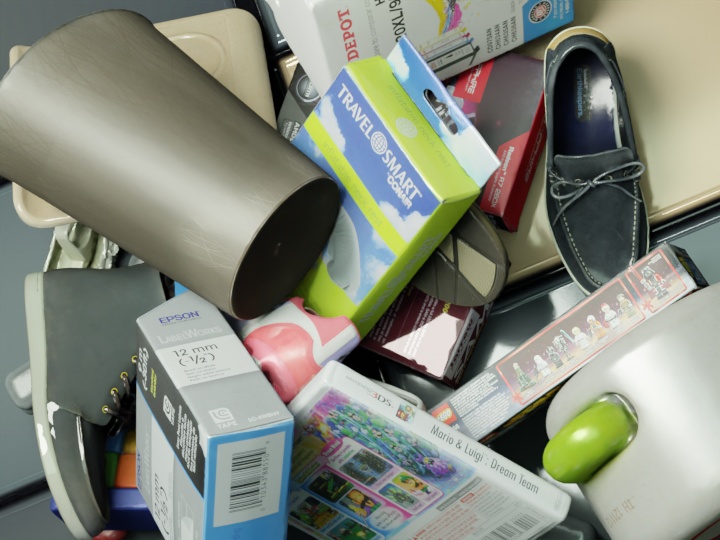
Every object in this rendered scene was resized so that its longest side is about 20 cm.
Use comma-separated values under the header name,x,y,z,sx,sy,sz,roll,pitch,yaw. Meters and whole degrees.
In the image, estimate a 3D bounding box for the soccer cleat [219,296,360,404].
name,x,y,z,sx,sy,sz,roll,pitch,yaw
soccer cleat,-0.067,0.045,1.179,0.076,0.200,0.067,-29,109,-16

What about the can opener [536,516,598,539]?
name,x,y,z,sx,sy,sz,roll,pitch,yaw
can opener,0.076,0.160,1.195,0.198,0.053,0.067,19,83,18

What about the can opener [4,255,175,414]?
name,x,y,z,sx,sy,sz,roll,pitch,yaw
can opener,-0.186,0.036,1.280,0.199,0.053,0.067,-37,79,-8

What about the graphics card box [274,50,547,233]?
name,x,y,z,sx,sy,sz,roll,pitch,yaw
graphics card box,0.041,-0.117,1.269,0.198,0.051,0.127,17,83,19

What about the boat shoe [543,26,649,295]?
name,x,y,z,sx,sy,sz,roll,pitch,yaw
boat shoe,0.166,-0.074,1.201,0.074,0.062,0.202,-6,97,8

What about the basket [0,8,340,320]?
name,x,y,z,sx,sy,sz,roll,pitch,yaw
basket,-0.124,-0.067,1.127,0.199,0.180,0.137,35,119,21

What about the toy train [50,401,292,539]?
name,x,y,z,sx,sy,sz,roll,pitch,yaw
toy train,-0.127,0.140,1.257,0.198,0.085,0.117,-2,63,13

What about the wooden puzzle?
name,x,y,z,sx,sy,sz,roll,pitch,yaw
wooden puzzle,-0.165,-0.112,1.279,0.198,0.047,0.186,-8,52,-4

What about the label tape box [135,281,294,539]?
name,x,y,z,sx,sy,sz,roll,pitch,yaw
label tape box,-0.113,0.104,1.121,0.066,0.144,0.200,-12,36,-25

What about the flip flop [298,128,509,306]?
name,x,y,z,sx,sy,sz,roll,pitch,yaw
flip flop,0.033,-0.048,1.192,0.199,0.057,0.082,34,124,33

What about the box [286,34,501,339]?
name,x,y,z,sx,sy,sz,roll,pitch,yaw
box,0.000,-0.049,1.149,0.122,0.047,0.200,54,134,18

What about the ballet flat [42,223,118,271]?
name,x,y,z,sx,sy,sz,roll,pitch,yaw
ballet flat,-0.227,-0.009,1.315,0.071,0.072,0.202,8,82,17

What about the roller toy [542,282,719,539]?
name,x,y,z,sx,sy,sz,roll,pitch,yaw
roller toy,0.230,0.105,1.102,0.199,0.182,0.140,-35,72,9

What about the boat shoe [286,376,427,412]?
name,x,y,z,sx,sy,sz,roll,pitch,yaw
boat shoe,-0.026,0.092,1.192,0.198,0.067,0.074,11,39,31

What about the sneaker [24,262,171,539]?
name,x,y,z,sx,sy,sz,roll,pitch,yaw
sneaker,-0.178,0.087,1.200,0.105,0.075,0.202,-10,74,-2

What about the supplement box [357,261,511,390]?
name,x,y,z,sx,sy,sz,roll,pitch,yaw
supplement box,0.000,0.000,1.251,0.199,0.061,0.110,23,85,19

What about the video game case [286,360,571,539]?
name,x,y,z,sx,sy,sz,roll,pitch,yaw
video game case,0.018,0.148,1.124,0.181,0.200,0.024,30,56,-8

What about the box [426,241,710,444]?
name,x,y,z,sx,sy,sz,roll,pitch,yaw
box,0.146,0.055,1.148,0.199,0.137,0.040,-37,79,13

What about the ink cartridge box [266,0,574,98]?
name,x,y,z,sx,sy,sz,roll,pitch,yaw
ink cartridge box,0.033,-0.231,1.204,0.199,0.148,0.145,-25,59,-6
